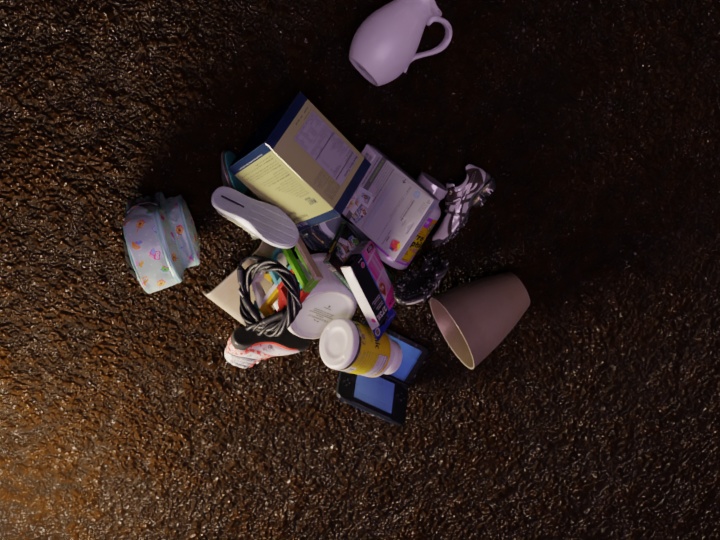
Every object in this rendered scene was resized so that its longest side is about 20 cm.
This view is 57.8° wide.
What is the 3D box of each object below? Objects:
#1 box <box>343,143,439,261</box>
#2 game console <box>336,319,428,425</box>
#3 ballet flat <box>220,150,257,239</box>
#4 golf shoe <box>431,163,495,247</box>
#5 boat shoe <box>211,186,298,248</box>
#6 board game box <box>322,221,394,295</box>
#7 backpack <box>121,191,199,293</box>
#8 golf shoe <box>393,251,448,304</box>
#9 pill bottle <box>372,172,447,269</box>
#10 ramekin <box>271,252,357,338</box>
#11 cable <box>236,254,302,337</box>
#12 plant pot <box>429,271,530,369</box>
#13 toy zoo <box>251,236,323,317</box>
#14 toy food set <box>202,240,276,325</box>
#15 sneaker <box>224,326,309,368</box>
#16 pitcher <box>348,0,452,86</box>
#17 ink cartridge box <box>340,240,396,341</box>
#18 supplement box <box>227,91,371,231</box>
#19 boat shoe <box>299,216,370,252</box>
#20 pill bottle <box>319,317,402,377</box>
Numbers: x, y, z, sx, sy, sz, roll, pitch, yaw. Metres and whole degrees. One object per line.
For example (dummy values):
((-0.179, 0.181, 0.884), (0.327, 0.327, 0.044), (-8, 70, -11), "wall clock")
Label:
((0.050, -0.146, 1.391), (0.199, 0.041, 0.158), (41, 109, 21), "box")
((0.058, 0.251, 1.594), (0.196, 0.174, 0.119), (26, 136, -17), "game console")
((-0.259, -0.156, 1.398), (0.062, 0.068, 0.203), (-19, 110, 29), "ballet flat")
((0.212, -0.148, 1.465), (0.094, 0.078, 0.201), (38, 103, -3), "golf shoe")
((-0.215, -0.109, 1.344), (0.197, 0.062, 0.073), (31, 77, -5), "boat shoe")
((0.000, 0.000, 1.425), (0.023, 0.107, 0.200), (-4, 140, 40), "board game box")
((-0.413, -0.057, 1.348), (0.149, 0.201, 0.180), (-12, 115, -2), "backpack")
((0.132, 0.041, 1.468), (0.077, 0.199, 0.096), (37, 131, 18), "golf shoe")
((0.110, -0.111, 1.441), (0.102, 0.105, 0.203), (26, 109, -17), "pill bottle")
((-0.096, 0.065, 1.460), (0.197, 0.095, 0.205), (-14, 139, -12), "ramekin")
((-0.197, 0.058, 1.366), (0.050, 0.197, 0.168), (3, 99, -50), "cable")
((0.293, 0.096, 1.530), (0.197, 0.187, 0.191), (-30, 115, -8), "plant pot")
((-0.169, 0.030, 1.390), (0.020, 0.133, 0.201), (3, 136, -49), "toy zoo")
((-0.243, 0.029, 1.494), (0.199, 0.061, 0.143), (-39, 124, 12), "toy food set")
((-0.227, 0.183, 1.559), (0.196, 0.069, 0.108), (4, 143, -30), "sneaker")
((0.084, -0.454, 1.290), (0.201, 0.121, 0.171), (-49, 127, 3), "pitcher")
((0.029, 0.046, 1.415), (0.036, 0.095, 0.203), (-2, 124, 38), "ink cartridge box")
((-0.123, -0.207, 1.300), (0.199, 0.198, 0.136), (42, 65, -21), "supplement box")
((-0.047, -0.064, 1.471), (0.089, 0.072, 0.199), (-18, 139, 38), "boat shoe")
((0.008, 0.181, 1.482), (0.112, 0.112, 0.198), (-50, 140, 15), "pill bottle")
